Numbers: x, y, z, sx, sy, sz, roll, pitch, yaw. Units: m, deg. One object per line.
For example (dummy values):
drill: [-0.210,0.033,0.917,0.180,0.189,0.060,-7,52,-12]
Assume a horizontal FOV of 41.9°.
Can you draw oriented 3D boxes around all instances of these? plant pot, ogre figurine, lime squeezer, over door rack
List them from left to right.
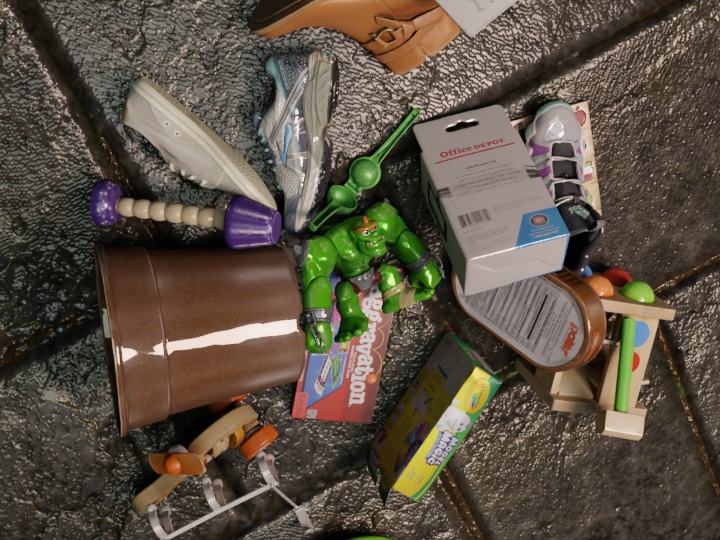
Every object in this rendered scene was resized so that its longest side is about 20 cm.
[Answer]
plant pot: [-0.171,0.058,0.998,0.197,0.200,0.202,-9,109,-18]
over door rack: [-0.152,0.284,1.106,0.147,0.067,0.200,-25,146,-4]
lime squeezer: [-0.004,-0.105,1.048,0.038,0.071,0.200,34,63,14]
ogre figurine: [0.000,0.000,1.040,0.199,0.098,0.121,-26,97,-14]

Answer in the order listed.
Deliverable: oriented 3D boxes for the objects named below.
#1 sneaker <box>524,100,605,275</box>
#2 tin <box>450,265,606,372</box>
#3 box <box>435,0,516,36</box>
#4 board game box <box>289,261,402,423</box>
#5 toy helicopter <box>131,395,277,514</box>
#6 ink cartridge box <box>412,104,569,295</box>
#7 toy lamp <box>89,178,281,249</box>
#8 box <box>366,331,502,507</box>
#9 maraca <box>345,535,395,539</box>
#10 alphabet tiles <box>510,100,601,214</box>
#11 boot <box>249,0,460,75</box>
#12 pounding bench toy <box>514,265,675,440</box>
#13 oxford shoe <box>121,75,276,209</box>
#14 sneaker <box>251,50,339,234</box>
sneaker: [0.238,-0.083,1.056,0.077,0.140,0.202,-6,109,-10]
tin: [0.184,0.034,1.063,0.042,0.200,0.113,-17,134,-43]
box: [0.101,-0.373,0.896,0.199,0.201,0.130,41,133,-21]
board game box: [-0.018,0.085,1.124,0.102,0.019,0.202,6,105,-16]
toy helicopter: [-0.198,0.222,1.078,0.200,0.132,0.079,-42,81,20]
ink cartridge box: [0.137,-0.082,1.039,0.115,0.201,0.068,-14,145,-6]
toy lamp: [-0.181,-0.058,0.983,0.198,0.058,0.059,10,107,13]
box: [0.080,0.183,1.125,0.048,0.117,0.201,33,98,-19]
maraca: [0.030,0.402,1.186,0.198,0.107,0.138,14,103,-17]
alphabet tiles: [0.189,-0.096,1.121,0.198,0.008,0.168,-15,110,-7]
boot: [-0.003,-0.261,0.995,0.199,0.074,0.155,-20,141,23]
pounding bench toy: [0.288,0.087,1.097,0.123,0.200,0.157,8,106,-15]
oxford shoe: [-0.172,-0.121,0.998,0.200,0.075,0.058,40,98,-16]
sneaker: [-0.074,-0.141,1.024,0.086,0.078,0.202,10,107,7]
